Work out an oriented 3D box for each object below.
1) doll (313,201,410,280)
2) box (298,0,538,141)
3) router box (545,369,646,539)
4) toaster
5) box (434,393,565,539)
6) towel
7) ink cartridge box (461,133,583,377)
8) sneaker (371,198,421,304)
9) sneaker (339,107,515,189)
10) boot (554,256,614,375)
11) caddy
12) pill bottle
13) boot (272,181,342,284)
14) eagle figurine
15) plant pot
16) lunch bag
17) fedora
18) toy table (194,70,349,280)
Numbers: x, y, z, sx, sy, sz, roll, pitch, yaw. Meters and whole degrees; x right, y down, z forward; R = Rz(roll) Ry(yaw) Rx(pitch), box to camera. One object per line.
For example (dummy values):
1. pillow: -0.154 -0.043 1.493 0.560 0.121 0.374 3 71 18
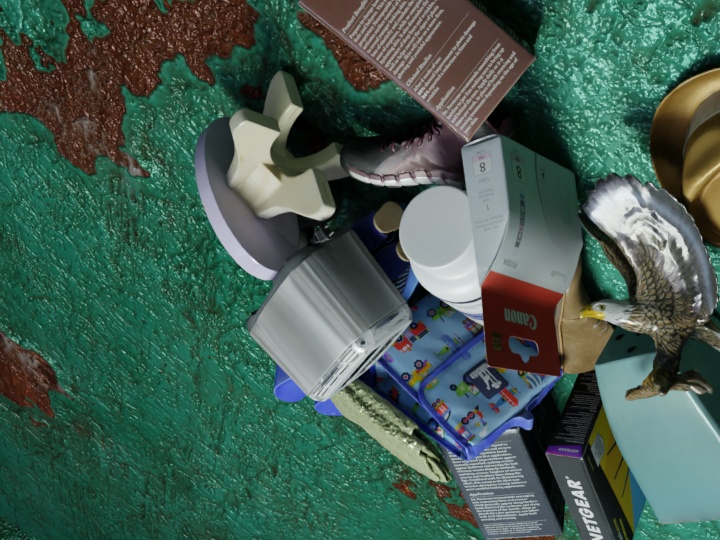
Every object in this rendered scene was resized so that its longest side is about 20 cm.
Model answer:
1. doll: 0.000 0.000 1.171 0.137 0.048 0.200 52 144 -2
2. box: 0.053 -0.221 0.926 0.199 0.075 0.100 38 110 -7
3. router box: 0.291 0.225 1.218 0.050 0.150 0.201 2 134 36
4. toaster: -0.030 0.047 1.104 0.129 0.113 0.200 49 138 10
5. box: 0.180 0.210 1.270 0.106 0.149 0.201 -10 127 23
6. towel: 0.020 0.178 1.230 0.199 0.037 0.149 35 167 34
7. ink cartridge box: 0.162 -0.010 0.959 0.056 0.203 0.162 -18 162 32
8. sneaker: 0.040 -0.007 1.222 0.077 0.070 0.201 34 139 8
9. sneaker: 0.069 -0.146 1.043 0.197 0.076 0.117 7 131 18
10. boot: 0.244 0.043 1.131 0.074 0.074 0.201 0 140 12
11. caddy: -0.034 0.118 1.390 0.140 0.106 0.199 21 150 -25
12. pill bottle: 0.115 -0.015 1.043 0.110 0.113 0.200 10 169 29
13. boot: -0.069 -0.024 1.278 0.180 0.072 0.202 19 137 43
14. eagle figurine: 0.269 0.016 0.952 0.149 0.203 0.151 5 167 -41
15. plant pot: 0.348 0.143 1.093 0.140 0.142 0.201 -21 111 48
16. lunch bag: 0.122 0.124 1.175 0.199 0.150 0.095 37 153 37
17. fedora: 0.334 -0.080 0.891 0.198 0.082 0.202 20 141 17
18. toy table: -0.091 -0.107 1.104 0.117 0.183 0.202 -37 68 32
